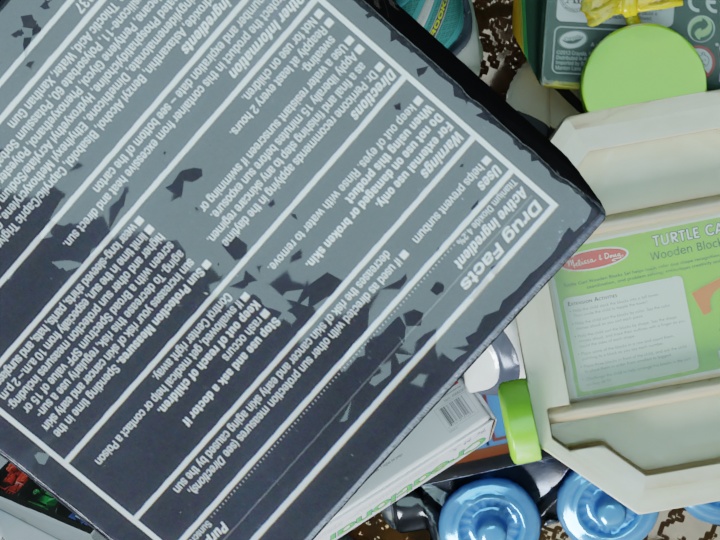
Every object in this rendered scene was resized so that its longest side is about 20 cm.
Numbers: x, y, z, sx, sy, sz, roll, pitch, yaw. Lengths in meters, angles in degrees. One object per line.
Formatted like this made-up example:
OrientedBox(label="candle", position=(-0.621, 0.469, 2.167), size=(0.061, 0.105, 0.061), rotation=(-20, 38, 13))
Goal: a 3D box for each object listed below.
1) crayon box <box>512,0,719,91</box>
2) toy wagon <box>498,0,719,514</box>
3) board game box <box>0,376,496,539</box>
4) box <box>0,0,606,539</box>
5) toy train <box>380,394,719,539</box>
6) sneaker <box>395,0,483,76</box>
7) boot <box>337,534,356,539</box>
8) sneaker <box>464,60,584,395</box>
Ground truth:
OrientedBox(label="crayon box", position=(0.170, -0.111, 1.025), size=(0.200, 0.173, 0.058), rotation=(3, 104, -1))
OrientedBox(label="toy wagon", position=(0.121, -0.011, 0.932), size=(0.155, 0.040, 0.200), rotation=(-10, 91, 1))
OrientedBox(label="board game box", position=(-0.061, 0.068, 1.006), size=(0.200, 0.035, 0.126), rotation=(-31, 73, -12))
OrientedBox(label="box", position=(-0.058, -0.021, 0.849), size=(0.198, 0.123, 0.200), rotation=(41, 98, -10))
OrientedBox(label="toy train", position=(0.100, 0.061, 1.082), size=(0.200, 0.087, 0.114), rotation=(-12, 109, 2))
OrientedBox(label="sneaker", position=(-0.037, -0.075, 1.021), size=(0.200, 0.077, 0.080), rotation=(-40, 134, -19))
OrientedBox(label="boot", position=(0.055, 0.168, 1.075), size=(0.200, 0.182, 0.073), rotation=(39, 53, -4))
OrientedBox(label="sneaker", position=(0.121, -0.022, 1.027), size=(0.129, 0.199, 0.080), rotation=(4, 124, 13))
